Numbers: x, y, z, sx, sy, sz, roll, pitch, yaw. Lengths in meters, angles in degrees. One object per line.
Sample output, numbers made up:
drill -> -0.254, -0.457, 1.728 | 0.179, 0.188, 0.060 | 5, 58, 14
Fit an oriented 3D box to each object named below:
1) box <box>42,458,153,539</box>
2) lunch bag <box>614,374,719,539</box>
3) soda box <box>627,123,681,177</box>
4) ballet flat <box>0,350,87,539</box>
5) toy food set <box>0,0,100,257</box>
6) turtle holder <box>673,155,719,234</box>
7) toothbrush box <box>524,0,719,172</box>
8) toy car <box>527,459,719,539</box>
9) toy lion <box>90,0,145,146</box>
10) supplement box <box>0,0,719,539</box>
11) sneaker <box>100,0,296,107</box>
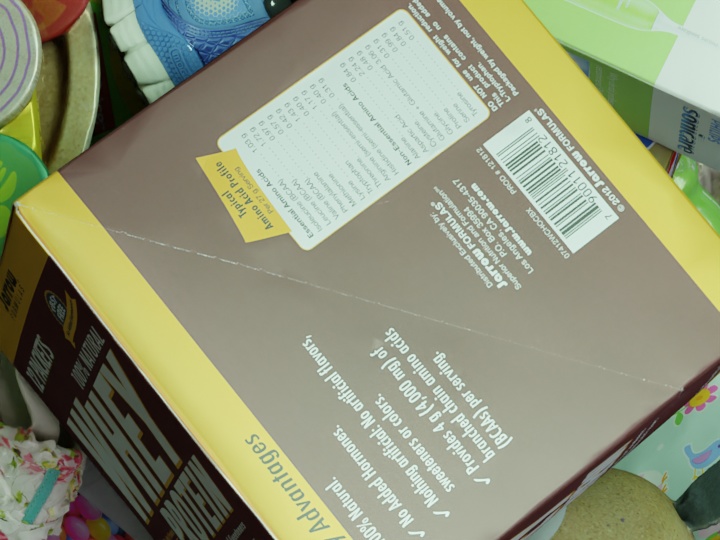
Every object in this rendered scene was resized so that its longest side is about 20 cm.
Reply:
box -> -0.116, 0.141, 1.151 | 0.156, 0.041, 0.200 | 50, 35, 1
lunch bag -> 0.151, 0.127, 1.256 | 0.160, 0.200, 0.077 | -45, 117, 10
soda box -> 0.124, -0.076, 1.367 | 0.068, 0.064, 0.200 | 95, 15, -58
ballet flat -> -0.145, 0.014, 1.151 | 0.075, 0.201, 0.064 | 5, 141, -40
toy food set -> -0.193, -0.077, 1.110 | 0.197, 0.049, 0.201 | -7, 82, 6
turtle holder -> 0.138, 0.031, 1.409 | 0.132, 0.141, 0.186 | 35, 85, -22
toothbrush box -> 0.109, -0.156, 1.301 | 0.146, 0.199, 0.086 | -63, 169, -11
toy car -> 0.074, 0.113, 1.162 | 0.158, 0.199, 0.165 | 52, 47, -34
toy lion -> -0.080, -0.122, 1.260 | 0.191, 0.069, 0.201 | -24, 114, -40
supplement box -> 0.002, 0.018, 1.059 | 0.200, 0.133, 0.197 | -37, 83, -20
sneaker -> -0.040, -0.133, 1.162 | 0.200, 0.089, 0.079 | -83, 152, -53
